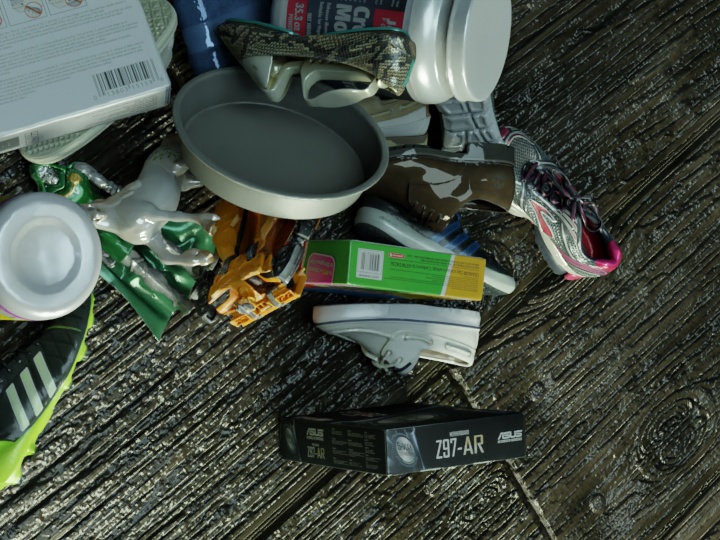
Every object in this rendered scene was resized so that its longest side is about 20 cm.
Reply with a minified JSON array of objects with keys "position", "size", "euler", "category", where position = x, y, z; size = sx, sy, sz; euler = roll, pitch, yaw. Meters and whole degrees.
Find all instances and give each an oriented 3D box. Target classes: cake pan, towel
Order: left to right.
[{"position":[-0.132,-0.242,1.709],"size":[0.111,0.048,0.201],"euler":[-30,109,-47],"category":"towel"},{"position":[-0.074,-0.113,1.615],"size":[0.199,0.200,0.037],"euler":[-9,134,-32],"category":"cake pan"}]

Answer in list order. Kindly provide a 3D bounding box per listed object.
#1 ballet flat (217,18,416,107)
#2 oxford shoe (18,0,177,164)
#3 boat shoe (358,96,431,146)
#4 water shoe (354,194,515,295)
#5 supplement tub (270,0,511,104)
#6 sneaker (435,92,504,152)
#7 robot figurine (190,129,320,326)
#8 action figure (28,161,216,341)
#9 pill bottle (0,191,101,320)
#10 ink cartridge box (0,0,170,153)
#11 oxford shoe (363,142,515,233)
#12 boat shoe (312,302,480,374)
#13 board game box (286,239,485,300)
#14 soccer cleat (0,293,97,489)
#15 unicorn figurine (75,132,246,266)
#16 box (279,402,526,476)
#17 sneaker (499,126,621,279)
[{"position":[-0.047,-0.185,1.619],"size":[0.068,0.199,0.076],"euler":[40,60,-64],"category":"ballet flat"},{"position":[-0.236,-0.167,1.648],"size":[0.075,0.058,0.200],"euler":[33,68,14],"category":"oxford shoe"},{"position":[-0.014,-0.154,1.774],"size":[0.199,0.075,0.069],"euler":[-6,108,-43],"category":"boat shoe"},{"position":[0.088,-0.038,1.843],"size":[0.199,0.071,0.079],"euler":[26,74,-30],"category":"water shoe"},{"position":[0.028,-0.233,1.692],"size":[0.140,0.199,0.141],"euler":[11,90,-67],"category":"supplement tub"},{"position":[0.113,-0.159,1.846],"size":[0.091,0.077,0.201],"euler":[-82,168,-53],"category":"sneaker"},{"position":[-0.087,-0.033,1.648],"size":[0.058,0.145,0.201],"euler":[40,38,-31],"category":"robot figurine"},{"position":[-0.226,-0.038,1.658],"size":[0.200,0.055,0.118],"euler":[37,73,-22],"category":"action figure"},{"position":[-0.303,-0.011,1.519],"size":[0.104,0.200,0.105],"euler":[0,89,-32],"category":"pill bottle"},{"position":[-0.290,-0.204,1.594],"size":[0.199,0.044,0.174],"euler":[-18,74,-14],"category":"ink cartridge box"},{"position":[0.059,-0.079,1.766],"size":[0.199,0.073,0.085],"euler":[-2,82,-10],"category":"oxford shoe"},{"position":[0.038,0.070,1.815],"size":[0.199,0.071,0.070],"euler":[6,83,-39],"category":"boat shoe"},{"position":[0.000,0.000,1.711],"size":[0.152,0.200,0.041],"euler":[7,86,-31],"category":"board game box"},{"position":[-0.301,0.098,1.603],"size":[0.081,0.067,0.201],"euler":[30,74,-15],"category":"soccer cleat"},{"position":[-0.183,-0.062,1.606],"size":[0.200,0.137,0.074],"euler":[-53,156,-54],"category":"unicorn figurine"},{"position":[0.038,0.161,1.734],"size":[0.159,0.200,0.044],"euler":[-4,91,-31],"category":"box"},{"position":[0.208,-0.076,1.917],"size":[0.200,0.075,0.081],"euler":[48,66,-22],"category":"sneaker"}]
